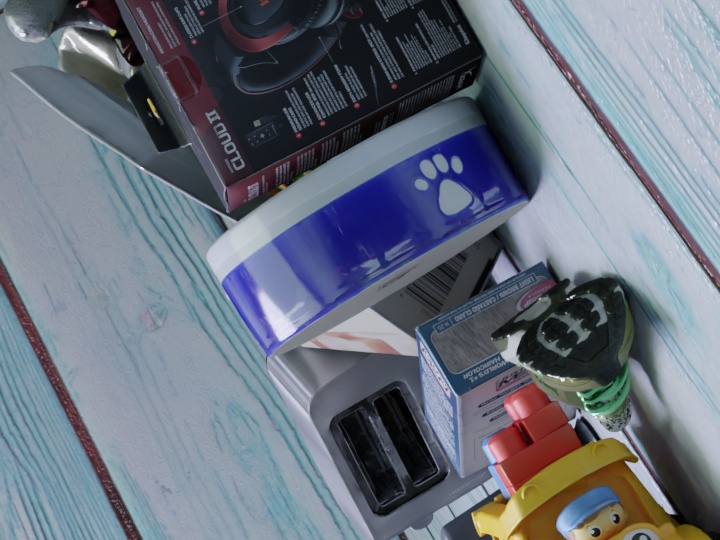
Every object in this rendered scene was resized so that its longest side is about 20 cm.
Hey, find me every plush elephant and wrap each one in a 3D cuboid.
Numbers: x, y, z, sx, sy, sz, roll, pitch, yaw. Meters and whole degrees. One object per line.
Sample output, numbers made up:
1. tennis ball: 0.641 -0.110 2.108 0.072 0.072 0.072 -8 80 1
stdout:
1. plush elephant: -0.156 -0.184 1.593 0.155 0.165 0.200 61 -177 -22

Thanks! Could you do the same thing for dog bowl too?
1. dog bowl: 0.005 -0.027 1.395 0.079 0.200 0.200 59 173 4

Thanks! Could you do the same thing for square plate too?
1. square plate: -0.127 -0.079 1.536 0.198 0.028 0.200 27 -174 -42

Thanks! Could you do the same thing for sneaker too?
1. sneaker: 0.142 0.057 1.317 0.089 0.077 0.200 50 180 -6

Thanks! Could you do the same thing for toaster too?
1. toaster: 0.040 0.095 1.733 0.200 0.181 0.119 64 170 -26

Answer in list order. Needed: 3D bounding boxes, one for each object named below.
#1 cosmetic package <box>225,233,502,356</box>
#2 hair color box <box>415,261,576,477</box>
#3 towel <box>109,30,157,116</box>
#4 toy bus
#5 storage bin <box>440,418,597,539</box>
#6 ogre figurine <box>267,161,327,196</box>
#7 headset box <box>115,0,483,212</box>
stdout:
1. cosmetic package: 0.000 0.000 1.605 0.087 0.103 0.200 36 164 -28
2. hair color box: 0.098 0.073 1.518 0.061 0.100 0.200 60 172 19
3. towel: -0.171 -0.154 1.835 0.086 0.018 0.200 44 164 51
4. toy bus: 0.143 0.163 1.372 0.192 0.136 0.200 62 172 0
5. storage bin: 0.153 0.230 1.588 0.200 0.134 0.146 58 173 25
6. ogre figurine: -0.036 -0.115 1.486 0.098 0.120 0.200 62 174 -11
7. headset box: -0.048 -0.141 1.342 0.149 0.200 0.075 60 173 8
